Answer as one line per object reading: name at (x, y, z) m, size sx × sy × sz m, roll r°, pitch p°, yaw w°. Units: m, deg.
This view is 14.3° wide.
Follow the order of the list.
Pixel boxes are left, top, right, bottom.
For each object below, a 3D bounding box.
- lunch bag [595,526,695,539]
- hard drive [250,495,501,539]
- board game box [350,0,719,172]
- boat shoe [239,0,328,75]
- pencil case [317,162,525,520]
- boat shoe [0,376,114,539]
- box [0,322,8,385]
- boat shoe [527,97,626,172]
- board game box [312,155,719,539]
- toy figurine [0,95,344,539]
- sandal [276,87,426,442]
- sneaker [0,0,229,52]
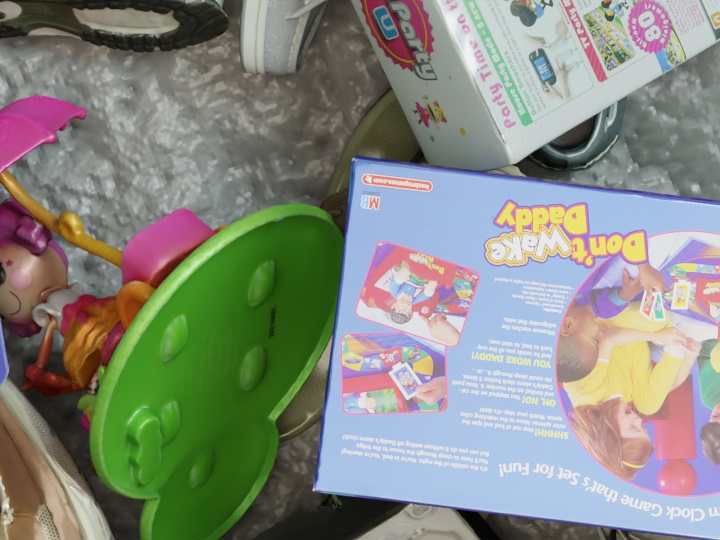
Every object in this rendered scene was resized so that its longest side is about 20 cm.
lunch bag at (0.154, 0.078, 1.254) m, size 0.200 × 0.164 × 0.118 m, roll 32°, pitch 98°, yaw -1°
hard drive at (0.017, 0.174, 1.288) m, size 0.140 × 0.038 × 0.200 m, roll -31°, pitch 133°, yaw 7°
board game box at (0.090, -0.147, 1.214) m, size 0.200 × 0.064 × 0.148 m, roll -30°, pitch 99°, yaw -30°
boat shoe at (0.003, -0.174, 1.271) m, size 0.065 × 0.074 × 0.202 m, roll 25°, pitch 93°, yaw 4°
pencil case at (0.026, 0.047, 1.263) m, size 0.078 × 0.089 × 0.200 m, roll 38°, pitch 137°, yaw 33°
boat shoe at (-0.142, 0.133, 1.264) m, size 0.072 × 0.076 × 0.200 m, roll -27°, pitch 84°, yaw -10°
box at (-0.239, -0.003, 1.227) m, size 0.200 × 0.041 × 0.119 m, roll 8°, pitch 129°, yaw 16°
boat shoe at (0.090, -0.142, 1.274) m, size 0.073 × 0.062 × 0.200 m, roll -2°, pitch 99°, yaw 5°
board game box at (0.087, 0.033, 1.147) m, size 0.200 × 0.045 × 0.135 m, roll 7°, pitch 93°, yaw 0°
toy figurine at (-0.123, 0.007, 1.287) m, size 0.184 × 0.150 × 0.200 m, roll 37°, pitch 142°, yaw 28°
sandal at (0.000, 0.001, 1.305) m, size 0.080 × 0.057 × 0.201 m, roll 35°, pitch 102°, yaw 1°
sneaker at (-0.151, -0.155, 1.299) m, size 0.200 × 0.077 × 0.089 m, roll 8°, pitch 69°, yaw 4°
